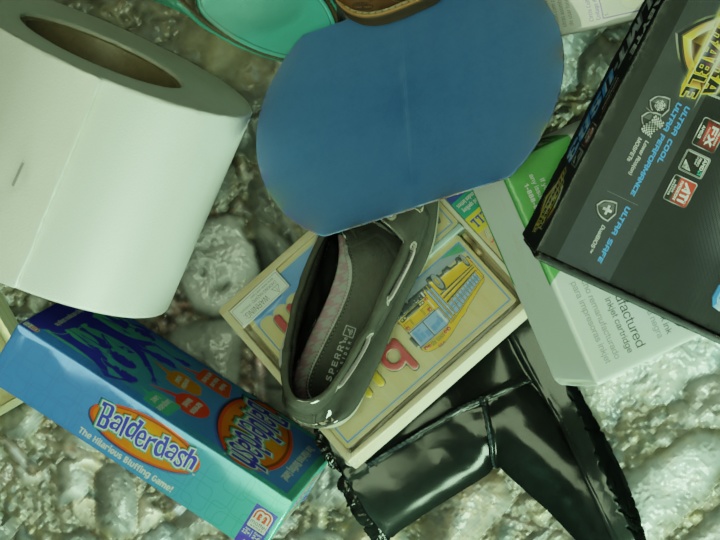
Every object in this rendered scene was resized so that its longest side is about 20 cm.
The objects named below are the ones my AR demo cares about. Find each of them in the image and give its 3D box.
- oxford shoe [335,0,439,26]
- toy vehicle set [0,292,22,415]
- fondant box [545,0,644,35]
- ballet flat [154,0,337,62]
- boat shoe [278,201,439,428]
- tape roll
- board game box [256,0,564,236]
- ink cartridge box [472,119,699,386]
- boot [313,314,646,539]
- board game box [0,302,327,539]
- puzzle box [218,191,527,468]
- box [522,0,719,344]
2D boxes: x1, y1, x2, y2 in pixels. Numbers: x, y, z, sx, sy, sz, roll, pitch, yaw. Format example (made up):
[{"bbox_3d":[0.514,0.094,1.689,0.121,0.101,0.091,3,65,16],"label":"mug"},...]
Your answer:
[{"bbox_3d":[0.066,-0.210,1.574,0.200,0.071,0.071,-29,70,10],"label":"oxford shoe"},{"bbox_3d":[-0.306,0.021,1.758,0.124,0.027,0.200,-29,93,12],"label":"toy vehicle set"},{"bbox_3d":[0.126,-0.219,1.634,0.200,0.058,0.144,-12,97,10],"label":"fondant box"},{"bbox_3d":[-0.105,-0.191,1.665,0.200,0.070,0.067,24,96,-15],"label":"ballet flat"},{"bbox_3d":[0.000,0.000,1.625,0.067,0.057,0.200,16,81,14],"label":"boat shoe"},{"bbox_3d":[-0.184,-0.075,1.635,0.203,0.203,0.139,25,102,5],"label":"tape roll"},{"bbox_3d":[0.035,-0.091,1.595,0.200,0.039,0.158,-18,52,19],"label":"board game box"},{"bbox_3d":[0.188,-0.036,1.601,0.200,0.083,0.147,-26,94,-13],"label":"ink cartridge box"},{"bbox_3d":[0.072,0.125,1.687,0.162,0.073,0.198,-28,86,10],"label":"boot"},{"bbox_3d":[-0.121,0.091,1.674,0.200,0.152,0.045,33,102,3],"label":"board game box"},{"bbox_3d":[0.027,0.010,1.661,0.200,0.025,0.133,-42,74,-1],"label":"puzzle box"},{"bbox_3d":[0.225,-0.059,1.519,0.198,0.050,0.200,25,100,-11],"label":"box"}]
